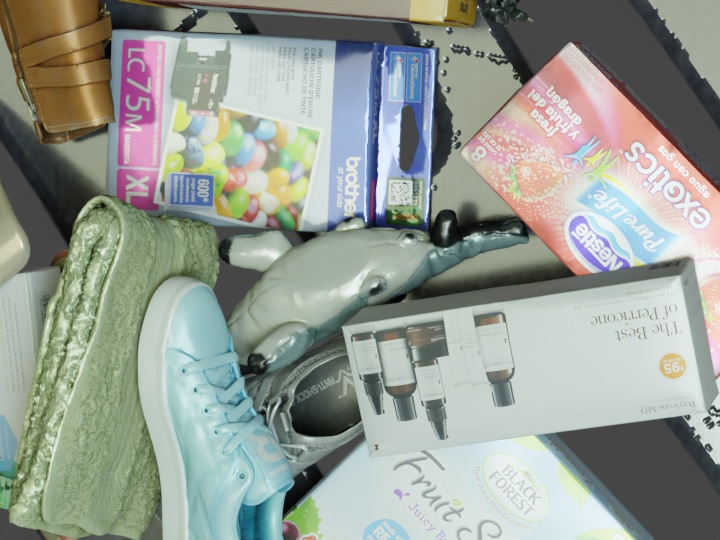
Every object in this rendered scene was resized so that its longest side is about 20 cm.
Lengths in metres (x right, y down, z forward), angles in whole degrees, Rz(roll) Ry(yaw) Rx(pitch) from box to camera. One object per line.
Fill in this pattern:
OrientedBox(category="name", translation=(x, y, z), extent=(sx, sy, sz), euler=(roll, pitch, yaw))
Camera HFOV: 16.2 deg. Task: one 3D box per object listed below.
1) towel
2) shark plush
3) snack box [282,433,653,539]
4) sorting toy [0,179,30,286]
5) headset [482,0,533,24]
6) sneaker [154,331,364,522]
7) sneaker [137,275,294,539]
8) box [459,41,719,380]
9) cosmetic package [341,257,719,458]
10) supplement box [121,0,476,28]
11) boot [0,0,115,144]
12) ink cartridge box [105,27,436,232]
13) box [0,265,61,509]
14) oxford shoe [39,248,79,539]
OrientedBox(category="towel", translation=(-0.141, 0.060, 1.487), extent=(0.036, 0.148, 0.200), euler=(13, 89, 26))
OrientedBox(category="shark plush", translation=(0.000, 0.000, 1.533), extent=(0.200, 0.083, 0.091), euler=(-31, 61, 3))
OrientedBox(category="snack box", translation=(0.049, 0.173, 1.537), extent=(0.200, 0.068, 0.169), euler=(-45, 86, 8))
OrientedBox(category="sorting toy", translation=(-0.305, -0.027, 1.548), extent=(0.185, 0.036, 0.200), euler=(-39, 51, 10))
OrientedBox(category="headset", translation=(0.127, -0.233, 1.480), extent=(0.123, 0.094, 0.200), euler=(30, 87, 6))
OrientedBox(category="sneaker", translation=(-0.052, 0.091, 1.539), extent=(0.200, 0.082, 0.075), euler=(-36, 88, 10))
OrientedBox(category="sneaker", translation=(-0.073, 0.100, 1.477), extent=(0.082, 0.074, 0.200), euler=(0, 104, 32))
OrientedBox(category="box", translation=(0.163, -0.034, 1.486), extent=(0.095, 0.103, 0.200), euler=(-45, 88, 11))
OrientedBox(category="cosmetic package", translation=(0.096, 0.051, 1.438), extent=(0.200, 0.051, 0.083), euler=(-10, 101, 18))
OrientedBox(category="supplement box", translation=(-0.030, -0.248, 1.485), extent=(0.200, 0.133, 0.197), euler=(5, 95, 9))
OrientedBox(category="boot", translation=(-0.172, -0.161, 1.491), extent=(0.074, 0.200, 0.155), euler=(-10, 85, -13))
OrientedBox(category="ink cartridge box", translation=(-0.056, -0.085, 1.550), extent=(0.200, 0.042, 0.119), euler=(4, 95, 7))
OrientedBox(category="box", translation=(-0.261, 0.075, 1.558), extent=(0.200, 0.036, 0.144), euler=(-4, 94, 36))
OrientedBox(category="oxford shoe", translation=(-0.160, 0.081, 1.564), extent=(0.071, 0.074, 0.200), euler=(36, 122, 44))
